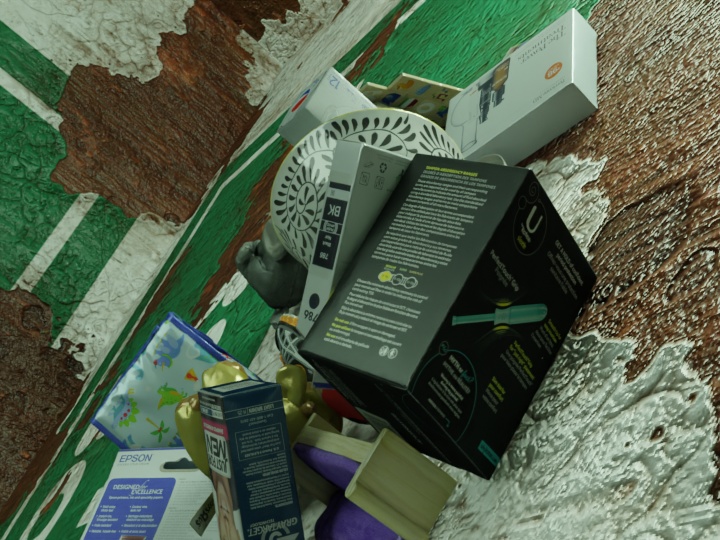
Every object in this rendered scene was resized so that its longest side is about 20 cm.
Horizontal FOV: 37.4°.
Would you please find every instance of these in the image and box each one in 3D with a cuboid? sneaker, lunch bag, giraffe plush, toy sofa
[{"bbox_3d":[-0.068,0.105,1.318,0.078,0.077,0.199,-64,17,-10],"label":"sneaker"},{"bbox_3d":[-0.211,0.177,1.334,0.171,0.199,0.127,-54,16,-5],"label":"lunch bag"},{"bbox_3d":[-0.087,0.171,1.108,0.161,0.173,0.202,-31,29,27],"label":"giraffe plush"},{"bbox_3d":[-0.008,0.194,0.939,0.098,0.082,0.199,-55,16,-15],"label":"toy sofa"}]

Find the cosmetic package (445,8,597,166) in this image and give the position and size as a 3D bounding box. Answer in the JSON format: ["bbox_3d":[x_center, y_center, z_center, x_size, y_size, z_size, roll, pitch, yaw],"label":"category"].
[{"bbox_3d":[0.182,-0.191,1.231,0.199,0.051,0.152,-34,32,35],"label":"cosmetic package"}]

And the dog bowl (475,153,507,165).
[{"bbox_3d":[0.104,-0.026,1.136,0.200,0.058,0.201,-48,16,18],"label":"dog bowl"}]

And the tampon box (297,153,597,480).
[{"bbox_3d":[0.075,0.033,0.864,0.125,0.150,0.202,14,64,44],"label":"tampon box"}]

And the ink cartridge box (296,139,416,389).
[{"bbox_3d":[0.002,-0.001,0.899,0.039,0.098,0.204,13,91,44],"label":"ink cartridge box"}]

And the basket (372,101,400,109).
[{"bbox_3d":[0.025,-0.112,1.430,0.202,0.137,0.178,95,-162,-49],"label":"basket"}]

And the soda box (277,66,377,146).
[{"bbox_3d":[0.014,-0.113,1.104,0.068,0.199,0.064,-25,29,54],"label":"soda box"}]

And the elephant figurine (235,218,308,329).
[{"bbox_3d":[-0.096,-0.049,1.593,0.141,0.155,0.201,-36,-11,-51],"label":"elephant figurine"}]

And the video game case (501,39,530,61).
[{"bbox_3d":[0.192,-0.221,1.371,0.202,0.022,0.182,-57,17,-11],"label":"video game case"}]

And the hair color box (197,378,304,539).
[{"bbox_3d":[-0.099,0.207,0.985,0.059,0.204,0.100,-9,1,-21],"label":"hair color box"}]

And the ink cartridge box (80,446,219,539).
[{"bbox_3d":[-0.216,0.291,1.189,0.194,0.047,0.202,-5,40,21],"label":"ink cartridge box"}]

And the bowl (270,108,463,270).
[{"bbox_3d":[0.016,-0.041,1.004,0.201,0.199,0.095,-45,34,23],"label":"bowl"}]

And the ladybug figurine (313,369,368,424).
[{"bbox_3d":[0.028,0.086,1.019,0.073,0.134,0.201,63,143,28],"label":"ladybug figurine"}]

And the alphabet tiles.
[{"bbox_3d":[0.056,-0.210,1.455,0.166,0.197,0.006,-36,59,43],"label":"alphabet tiles"}]
